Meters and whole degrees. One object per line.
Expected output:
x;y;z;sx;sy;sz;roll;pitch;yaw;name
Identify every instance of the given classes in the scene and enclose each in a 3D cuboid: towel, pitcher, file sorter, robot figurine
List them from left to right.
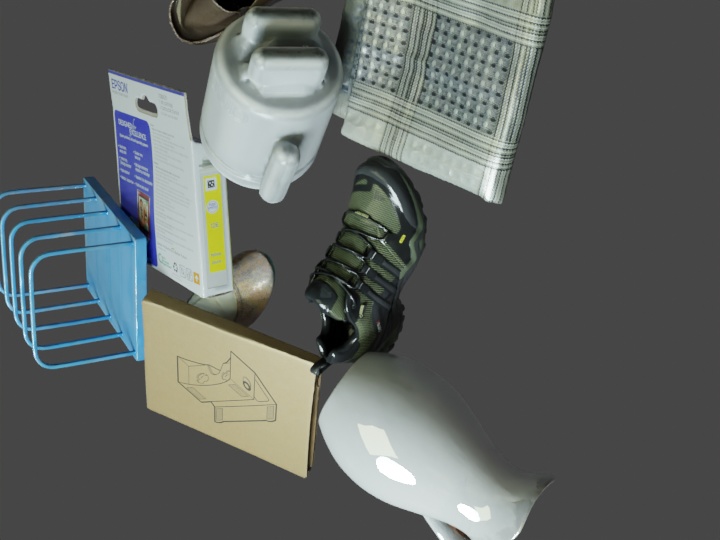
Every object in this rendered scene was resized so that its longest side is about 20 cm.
-0.317;0.002;1.236;0.200;0.121;0.140;39;132;53;file sorter
-0.081;-0.148;1.007;0.200;0.111;0.171;117;150;-59;robot figurine
0.058;0.179;1.034;0.199;0.121;0.172;36;142;12;pitcher
0.057;-0.179;0.947;0.199;0.034;0.195;30;124;30;towel

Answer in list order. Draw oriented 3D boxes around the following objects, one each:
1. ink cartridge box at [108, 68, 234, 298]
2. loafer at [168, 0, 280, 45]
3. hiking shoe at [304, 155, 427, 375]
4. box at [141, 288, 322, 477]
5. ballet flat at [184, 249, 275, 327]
-0.195;-0.095;1.160;0.197;0.047;0.203;25;120;53;ink cartridge box
-0.120;-0.263;1.045;0.199;0.071;0.074;-20;92;43;loafer
0.000;0.000;1.016;0.075;0.100;0.202;21;119;32;hiking shoe
-0.135;0.117;1.174;0.198;0.021;0.165;21;132;16;box
-0.160;0.049;1.197;0.068;0.067;0.200;55;132;11;ballet flat
